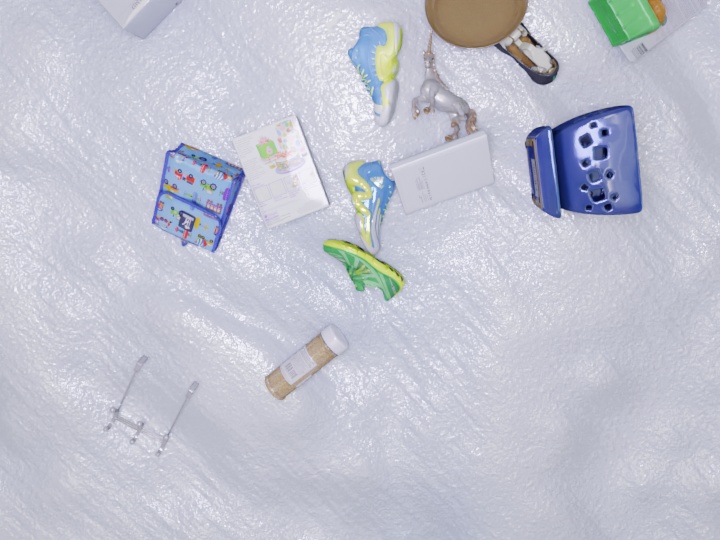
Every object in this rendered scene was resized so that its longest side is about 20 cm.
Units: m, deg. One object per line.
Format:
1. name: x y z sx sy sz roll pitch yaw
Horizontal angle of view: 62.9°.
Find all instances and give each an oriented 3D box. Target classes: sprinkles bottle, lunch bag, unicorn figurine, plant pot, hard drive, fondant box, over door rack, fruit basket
1. sprinkles bottle: -0.122 0.206 1.320 0.200 0.068 0.068 -39 99 9
2. lunch bag: -0.351 -0.143 1.252 0.150 0.094 0.201 23 114 -4
3. unicorn figurine: 0.161 -0.351 1.191 0.200 0.074 0.138 40 55 -28
4. plant pot: 0.430 -0.207 1.165 0.178 0.200 0.202 -9 102 10
5. hard drive: 0.171 -0.200 1.218 0.199 0.026 0.132 -20 137 5
6. fondant box: -0.164 -0.206 1.240 0.143 0.058 0.201 -19 102 5
7. plant pot: 0.225 -0.520 1.152 0.198 0.027 0.202 -2 79 10
8. over door rack: -0.485 0.317 1.349 0.147 0.067 0.201 29 101 -6
9. fruit basket: 0.558 -0.542 1.156 0.200 0.094 0.186 -38 100 -8

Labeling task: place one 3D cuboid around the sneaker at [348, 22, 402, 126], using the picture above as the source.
1. sneaker: 0.025 -0.396 1.190 0.104 0.076 0.202 8 95 10

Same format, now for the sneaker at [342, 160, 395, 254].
1. sneaker: 0.034 -0.138 1.242 0.104 0.076 0.202 -15 100 3

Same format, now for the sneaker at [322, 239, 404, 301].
1. sneaker: 0.000 0.000 1.272 0.199 0.074 0.084 32 97 -6

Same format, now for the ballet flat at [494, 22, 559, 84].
1. ballet flat: 0.321 -0.452 1.175 0.200 0.073 0.073 42 99 -7

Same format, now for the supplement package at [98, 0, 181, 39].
1. supplement package: -0.467 -0.573 1.137 0.117 0.117 0.200 -41 99 8
